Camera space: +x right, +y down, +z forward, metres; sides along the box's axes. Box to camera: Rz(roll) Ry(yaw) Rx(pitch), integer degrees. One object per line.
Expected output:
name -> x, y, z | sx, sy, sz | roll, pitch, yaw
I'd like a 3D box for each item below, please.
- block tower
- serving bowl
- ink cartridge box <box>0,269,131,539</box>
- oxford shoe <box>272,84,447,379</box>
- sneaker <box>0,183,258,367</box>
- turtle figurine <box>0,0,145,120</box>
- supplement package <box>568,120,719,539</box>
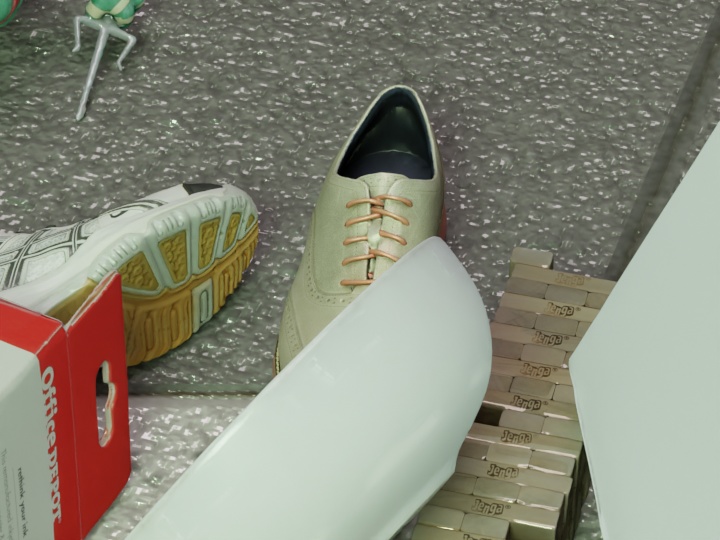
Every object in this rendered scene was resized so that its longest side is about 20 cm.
block tower -> 0.064, 0.075, 1.193 | 0.057, 0.054, 0.200 | 10, 41, 10
serving bowl -> -0.018, 0.081, 1.097 | 0.066, 0.200, 0.200 | 44, 50, 4
ink cartridge box -> -0.164, 0.087, 1.124 | 0.067, 0.117, 0.200 | 19, 42, 21
oxford shoe -> 0.000, 0.000, 1.265 | 0.070, 0.074, 0.201 | 3, 40, 2
sneaker -> -0.134, 0.004, 1.256 | 0.199, 0.076, 0.088 | -29, 48, -32
turtle figurine -> -0.177, -0.145, 1.423 | 0.149, 0.101, 0.200 | -4, 34, -6
supplement package -> 0.205, 0.068, 1.085 | 0.199, 0.147, 0.192 | 16, 36, -19
